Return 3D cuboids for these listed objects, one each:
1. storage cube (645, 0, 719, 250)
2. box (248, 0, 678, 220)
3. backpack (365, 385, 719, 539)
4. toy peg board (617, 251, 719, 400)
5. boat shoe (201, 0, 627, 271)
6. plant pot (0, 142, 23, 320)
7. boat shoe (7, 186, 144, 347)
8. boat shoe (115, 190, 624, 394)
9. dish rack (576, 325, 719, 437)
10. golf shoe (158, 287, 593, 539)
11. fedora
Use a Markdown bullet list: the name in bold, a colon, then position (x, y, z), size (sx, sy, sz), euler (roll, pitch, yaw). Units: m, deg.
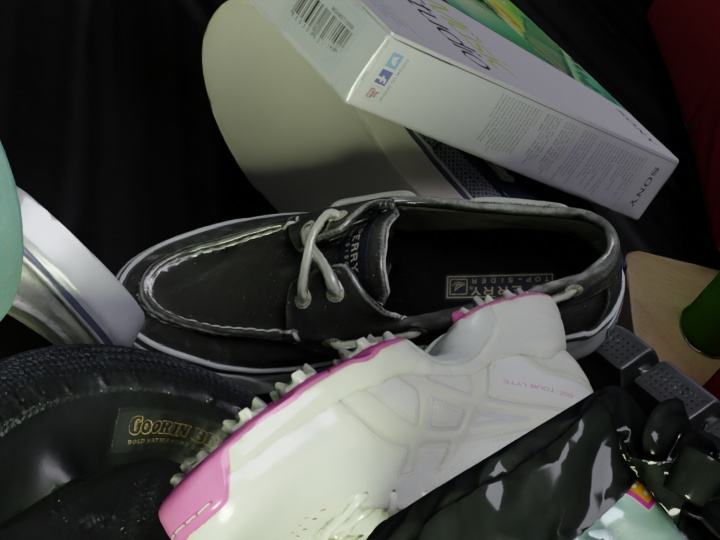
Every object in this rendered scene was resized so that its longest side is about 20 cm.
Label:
- **storage cube**: position (0.256, -0.107, 1.199), size (0.199, 0.180, 0.171), euler (13, 39, -21)
- **box**: position (0.027, -0.095, 1.101), size (0.200, 0.036, 0.144), euler (20, 22, -50)
- **backpack**: position (0.081, 0.147, 0.815), size (0.126, 0.167, 0.200), euler (-30, 86, -8)
- **toy peg board**: position (0.220, 0.074, 1.117), size (0.199, 0.098, 0.200), euler (13, 51, -19)
- **boat shoe**: position (0.023, -0.040, 1.125), size (0.200, 0.075, 0.093), euler (51, 35, 11)
- **plant pot**: position (-0.222, 0.008, 0.856), size (0.200, 0.200, 0.196), euler (44, 46, 8)
- **boat shoe**: position (-0.176, -0.016, 0.999), size (0.200, 0.071, 0.070), euler (36, 74, -5)
- **boat shoe**: position (0.000, 0.000, 1.025), size (0.199, 0.064, 0.071), euler (-5, 65, 3)
- **dish rack**: position (0.069, 0.106, 1.003), size (0.200, 0.055, 0.153), euler (-30, 47, -24)
- **golf shoe**: position (0.020, 0.068, 0.917), size (0.200, 0.075, 0.092), euler (-19, 71, -45)
- **fedora**: position (-0.086, 0.121, 0.915), size (0.200, 0.092, 0.201), euler (21, 44, -22)
